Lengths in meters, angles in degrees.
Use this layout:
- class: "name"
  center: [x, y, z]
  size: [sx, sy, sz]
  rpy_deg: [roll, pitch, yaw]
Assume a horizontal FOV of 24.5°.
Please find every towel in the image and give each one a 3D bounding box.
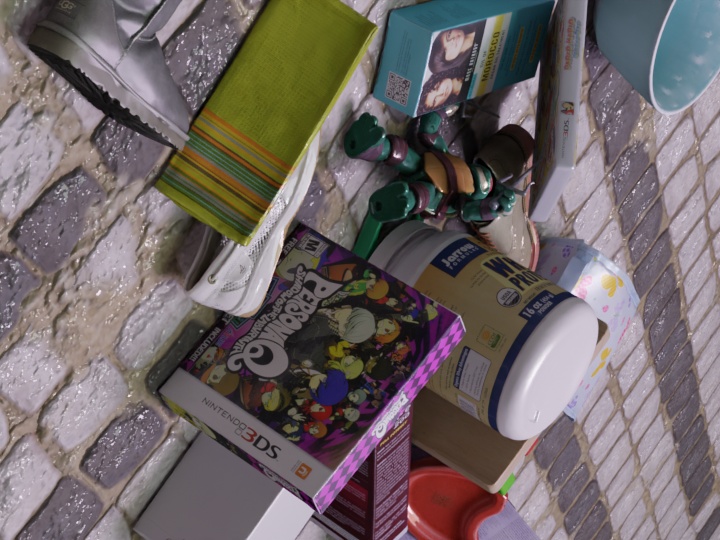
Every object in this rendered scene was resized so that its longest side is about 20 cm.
- class: "towel"
  center: [-0.071, -0.124, 1.267]
  size: [0.201, 0.086, 0.018]
  rpy_deg: [-59, -172, -3]

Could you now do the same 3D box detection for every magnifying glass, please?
- class: "magnifying glass"
  center: [0.000, 0.000, 1.554]
  size: [0.201, 0.022, 0.080]
  rpy_deg: [-56, 152, -11]

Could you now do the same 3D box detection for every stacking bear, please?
- class: "stacking bear"
  center: [0.106, 0.187, 1.771]
  size: [0.122, 0.113, 0.200]
  rpy_deg: [-63, -178, 37]

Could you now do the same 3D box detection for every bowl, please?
- class: "bowl"
  center: [0.315, -0.274, 1.716]
  size: [0.201, 0.105, 0.202]
  rpy_deg: [-39, 146, -34]

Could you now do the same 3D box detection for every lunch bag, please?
- class: "lunch bag"
  center: [0.220, 0.059, 1.846]
  size: [0.170, 0.127, 0.200]
  rpy_deg: [-61, 162, -4]

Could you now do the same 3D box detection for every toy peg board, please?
- class: "toy peg board"
  center: [0.117, 0.107, 1.649]
  size: [0.200, 0.199, 0.098]
  rpy_deg: [-51, 152, -16]

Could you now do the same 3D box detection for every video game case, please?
- class: "video game case"
  center: [-0.041, 0.077, 1.389]
  size: [0.200, 0.181, 0.036]
  rpy_deg: [-49, 150, -17]
- class: "video game case"
  center: [0.182, -0.156, 1.538]
  size: [0.200, 0.023, 0.184]
  rpy_deg: [96, -1, -78]

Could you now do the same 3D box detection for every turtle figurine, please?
- class: "turtle figurine"
  center: [0.077, -0.090, 1.492]
  size: [0.199, 0.150, 0.101]
  rpy_deg: [-5, 139, -47]

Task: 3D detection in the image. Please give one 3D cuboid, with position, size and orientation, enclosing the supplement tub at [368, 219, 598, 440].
- class: "supplement tub"
  center: [0.104, 0.051, 1.538]
  size: [0.144, 0.199, 0.145]
  rpy_deg: [-42, 149, -32]

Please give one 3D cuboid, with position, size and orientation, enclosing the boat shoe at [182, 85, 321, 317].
- class: "boat shoe"
  center: [-0.088, -0.063, 1.303]
  size: [0.069, 0.071, 0.202]
  rpy_deg: [14, 97, -31]

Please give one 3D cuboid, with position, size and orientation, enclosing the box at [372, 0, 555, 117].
- class: "box"
  center: [0.096, -0.202, 1.489]
  size: [0.199, 0.049, 0.083]
  rpy_deg: [-24, 135, -48]

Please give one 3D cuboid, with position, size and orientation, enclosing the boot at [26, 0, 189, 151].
- class: "boot"
  center: [-0.125, -0.199, 1.133]
  size: [0.201, 0.072, 0.182]
  rpy_deg: [-62, 154, -10]

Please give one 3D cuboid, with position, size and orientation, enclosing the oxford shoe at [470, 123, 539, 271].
- class: "oxford shoe"
  center: [0.135, -0.048, 1.680]
  size: [0.074, 0.071, 0.201]
  rpy_deg: [-31, 129, -37]

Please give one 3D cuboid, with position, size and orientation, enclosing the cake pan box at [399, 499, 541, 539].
- class: "cake pan box"
  center: [0.095, 0.290, 1.784]
  size: [0.184, 0.200, 0.052]
  rpy_deg: [-28, 162, -45]

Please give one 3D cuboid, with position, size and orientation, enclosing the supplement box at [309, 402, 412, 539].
- class: "supplement box"
  center: [-0.009, 0.180, 1.610]
  size: [0.061, 0.108, 0.201]
  rpy_deg: [-38, 145, -34]

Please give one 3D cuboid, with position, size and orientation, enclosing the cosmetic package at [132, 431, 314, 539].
- class: "cosmetic package"
  center: [-0.095, 0.187, 1.480]
  size: [0.201, 0.107, 0.085]
  rpy_deg: [-55, 151, -12]
